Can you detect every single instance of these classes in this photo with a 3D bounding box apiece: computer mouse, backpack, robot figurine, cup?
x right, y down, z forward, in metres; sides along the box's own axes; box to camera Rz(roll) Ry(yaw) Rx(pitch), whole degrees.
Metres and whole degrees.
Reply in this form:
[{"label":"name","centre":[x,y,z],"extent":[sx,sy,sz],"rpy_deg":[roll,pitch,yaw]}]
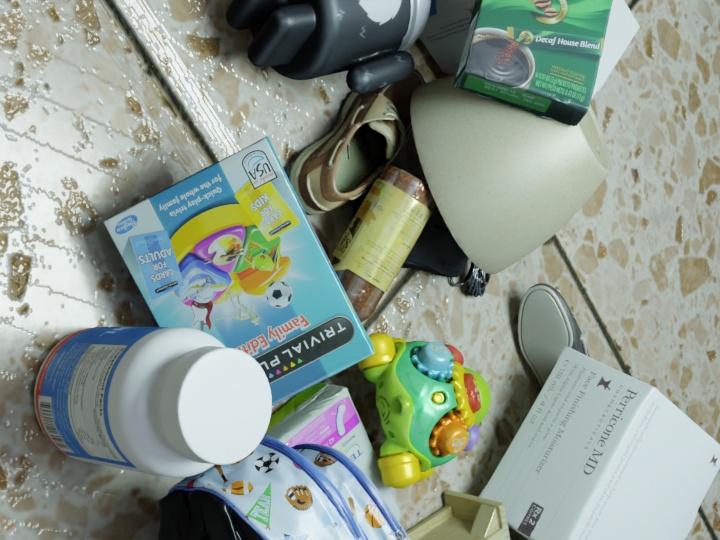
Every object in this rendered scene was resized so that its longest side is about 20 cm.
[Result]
[{"label":"computer mouse","centre":[0.079,-0.047,1.217],"extent":[0.199,0.052,0.140],"rpy_deg":[5,85,-42]},{"label":"backpack","centre":[-0.057,0.218,0.917],"extent":[0.154,0.199,0.191],"rpy_deg":[-48,112,-36]},{"label":"robot figurine","centre":[-0.024,-0.246,1.084],"extent":[0.199,0.124,0.152],"rpy_deg":[-21,115,-40]},{"label":"cup","centre":[0.157,-0.115,1.144],"extent":[0.200,0.142,0.201],"rpy_deg":[47,31,-41]}]

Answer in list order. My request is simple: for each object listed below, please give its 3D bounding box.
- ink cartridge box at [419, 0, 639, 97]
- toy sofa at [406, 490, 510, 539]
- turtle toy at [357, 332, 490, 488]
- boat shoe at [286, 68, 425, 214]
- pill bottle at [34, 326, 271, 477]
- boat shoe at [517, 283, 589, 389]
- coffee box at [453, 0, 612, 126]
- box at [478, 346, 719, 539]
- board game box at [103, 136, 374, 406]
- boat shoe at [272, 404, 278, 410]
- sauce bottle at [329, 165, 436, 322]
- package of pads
[{"label":"ink cartridge box","centre":[0.161,-0.272,1.227],"extent":[0.200,0.146,0.146],"rpy_deg":[51,57,-23]},{"label":"toy sofa","centre":[0.062,0.307,1.169],"extent":[0.199,0.082,0.098],"rpy_deg":[-23,107,-40]},{"label":"turtle toy","centre":[0.070,0.128,1.149],"extent":[0.200,0.100,0.147],"rpy_deg":[20,57,-75]},{"label":"boat shoe","centre":[0.012,-0.126,1.145],"extent":[0.200,0.074,0.076],"rpy_deg":[-52,120,-30]},{"label":"pill bottle","centre":[-0.158,0.099,0.901],"extent":[0.112,0.199,0.113],"rpy_deg":[2,87,-42]},{"label":"boat shoe","centre":[0.227,0.098,1.344],"extent":[0.057,0.066,0.201],"rpy_deg":[-48,126,-54]},{"label":"coffee box","centre":[0.166,-0.243,1.074],"extent":[0.122,0.044,0.201],"rpy_deg":[18,72,-4]},{"label":"box","centre":[0.264,0.223,1.267],"extent":[0.200,0.130,0.200],"rpy_deg":[37,81,-42]},{"label":"board game box","centre":[-0.099,0.012,0.983],"extent":[0.150,0.047,0.201],"rpy_deg":[-27,98,2]},{"label":"boat shoe","centre":[-0.092,0.034,1.047],"extent":[0.072,0.072,0.202],"rpy_deg":[-8,94,-42]},{"label":"sauce bottle","centre":[0.000,0.000,1.108],"extent":[0.066,0.066,0.201],"rpy_deg":[34,85,-36]},{"label":"package of pads","centre":[-0.062,0.218,1.070],"extent":[0.200,0.068,0.155],"rpy_deg":[-36,111,-36]}]
